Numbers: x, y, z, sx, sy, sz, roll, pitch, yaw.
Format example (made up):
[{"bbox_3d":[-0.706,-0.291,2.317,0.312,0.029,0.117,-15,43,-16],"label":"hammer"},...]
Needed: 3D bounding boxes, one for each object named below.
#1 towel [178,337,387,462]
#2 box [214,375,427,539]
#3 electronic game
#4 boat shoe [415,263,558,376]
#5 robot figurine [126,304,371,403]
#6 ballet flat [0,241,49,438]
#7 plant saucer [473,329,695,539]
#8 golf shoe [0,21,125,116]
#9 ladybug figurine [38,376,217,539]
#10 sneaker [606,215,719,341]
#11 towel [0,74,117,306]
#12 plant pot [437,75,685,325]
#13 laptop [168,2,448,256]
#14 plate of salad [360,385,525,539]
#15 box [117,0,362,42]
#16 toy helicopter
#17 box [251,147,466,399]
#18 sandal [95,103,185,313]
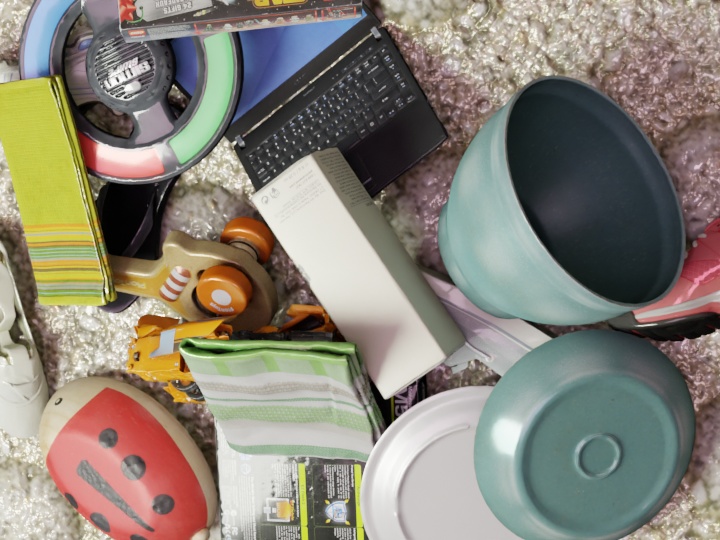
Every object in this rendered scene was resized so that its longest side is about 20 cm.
[{"bbox_3d":[-0.060,0.110,1.408,0.148,0.200,0.031,0,63,10],"label":"towel"},{"bbox_3d":[-0.033,0.188,1.531,0.192,0.048,0.202,-1,98,11],"label":"box"},{"bbox_3d":[-0.195,-0.173,1.444,0.198,0.042,0.202,2,100,10],"label":"electronic game"},{"bbox_3d":[0.096,0.057,1.461,0.200,0.070,0.072,29,95,4],"label":"boat shoe"},{"bbox_3d":[-0.089,0.072,1.446,0.198,0.145,0.059,-8,68,19],"label":"robot figurine"},{"bbox_3d":[-0.329,0.058,1.561,0.069,0.069,0.202,-15,94,15],"label":"ballet flat"},{"bbox_3d":[0.194,0.150,1.430,0.198,0.036,0.202,-3,107,-12],"label":"plant saucer"},{"bbox_3d":[-0.298,-0.149,1.523,0.199,0.078,0.098,-17,101,17],"label":"golf shoe"},{"bbox_3d":[-0.217,0.182,1.546,0.199,0.072,0.136,36,114,14],"label":"ladybug figurine"},{"bbox_3d":[0.297,0.000,1.418,0.199,0.074,0.087,-18,70,20],"label":"sneaker"},{"bbox_3d":[-0.268,-0.065,1.466,0.086,0.018,0.202,-3,106,32],"label":"towel"},{"bbox_3d":[0.147,-0.039,1.387,0.134,0.200,0.201,-32,91,43],"label":"plant pot"},{"bbox_3d":[-0.056,-0.149,1.443,0.177,0.103,0.201,-36,63,17],"label":"laptop"},{"bbox_3d":[0.097,0.189,1.473,0.198,0.048,0.202,-2,110,-4],"label":"plate of salad"},{"bbox_3d":[-0.103,-0.267,1.395,0.198,0.040,0.138,-6,81,-1],"label":"box"},{"bbox_3d":[-0.168,0.016,1.499,0.198,0.079,0.133,9,136,13],"label":"toy helicopter"},{"bbox_3d":[0.000,0.000,1.404,0.068,0.082,0.201,-34,86,18],"label":"box"},{"bbox_3d":[-0.209,-0.056,1.531,0.076,0.043,0.201,23,104,8],"label":"sandal"}]
